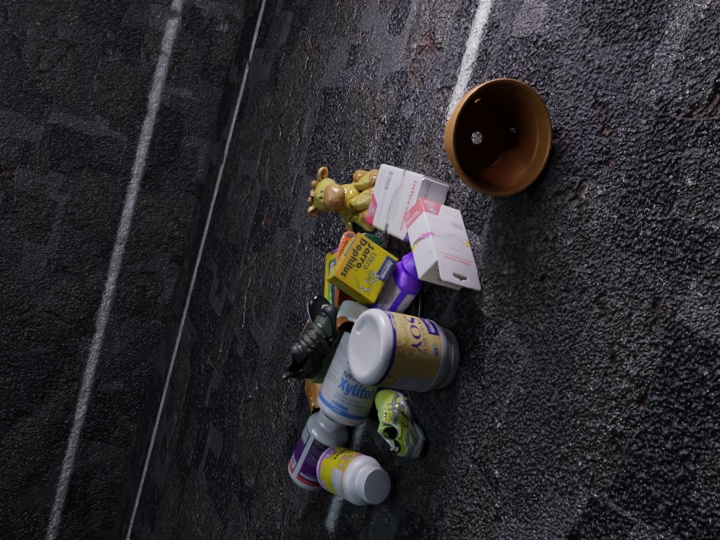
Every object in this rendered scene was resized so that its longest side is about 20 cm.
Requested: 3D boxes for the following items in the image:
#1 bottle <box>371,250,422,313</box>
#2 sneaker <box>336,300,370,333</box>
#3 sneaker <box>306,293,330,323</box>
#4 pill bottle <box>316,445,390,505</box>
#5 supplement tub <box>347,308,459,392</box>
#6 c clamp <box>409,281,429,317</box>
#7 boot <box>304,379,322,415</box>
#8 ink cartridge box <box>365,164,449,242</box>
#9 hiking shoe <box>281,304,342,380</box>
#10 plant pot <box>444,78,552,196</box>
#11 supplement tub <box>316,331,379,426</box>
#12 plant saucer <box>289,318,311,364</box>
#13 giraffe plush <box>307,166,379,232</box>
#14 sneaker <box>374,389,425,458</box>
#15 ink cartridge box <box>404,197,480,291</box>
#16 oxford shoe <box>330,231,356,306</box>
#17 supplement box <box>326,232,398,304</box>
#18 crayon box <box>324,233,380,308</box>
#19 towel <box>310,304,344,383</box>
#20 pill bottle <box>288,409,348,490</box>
[{"bbox_3d":[0.095,0.027,1.436,0.202,0.064,0.085,-57,38,33],"label":"bottle"},{"bbox_3d":[0.038,0.138,1.420,0.074,0.194,0.086,98,-169,-48],"label":"sneaker"},{"bbox_3d":[-0.064,0.152,1.638,0.087,0.075,0.205,0,116,62],"label":"sneaker"},{"bbox_3d":[-0.014,0.466,1.473,0.198,0.102,0.108,-6,74,58],"label":"pill bottle"},{"bbox_3d":[0.087,0.164,1.311,0.144,0.195,0.150,-27,57,52],"label":"supplement tub"},{"bbox_3d":[0.097,0.063,1.509,0.198,0.026,0.177,-16,71,56],"label":"c clamp"},{"bbox_3d":[-0.094,0.278,1.720,0.203,0.069,0.147,-61,36,39],"label":"boot"},{"bbox_3d":[0.104,-0.153,1.510,0.199,0.082,0.149,31,106,60],"label":"ink cartridge box"},{"bbox_3d":[-0.111,0.172,1.495,0.075,0.099,0.204,36,113,28],"label":"hiking shoe"},{"bbox_3d":[0.241,-0.248,1.226,0.140,0.194,0.206,-137,63,-74],"label":"plant pot"},{"bbox_3d":[-0.011,0.241,1.512,0.132,0.129,0.205,40,111,56],"label":"supplement tub"},{"bbox_3d":[-0.137,0.185,1.767,0.200,0.031,0.205,25,-91,-84],"label":"plant saucer"},{"bbox_3d":[-0.050,-0.193,1.710,0.198,0.158,0.178,-19,64,55],"label":"giraffe plush"},{"bbox_3d":[0.070,0.321,1.407,0.200,0.074,0.077,48,122,57],"label":"sneaker"},{"bbox_3d":[0.166,-0.038,1.330,0.068,0.114,0.205,-45,43,40],"label":"ink cartridge box"},{"bbox_3d":[-0.046,0.006,1.615,0.072,0.069,0.207,-3,78,61],"label":"oxford shoe"},{"bbox_3d":[0.000,0.000,1.475,0.111,0.108,0.200,-59,5,-7],"label":"supplement box"},{"bbox_3d":[-0.023,0.020,1.692,0.198,0.057,0.178,-25,60,54],"label":"crayon box"},{"bbox_3d":[-0.043,0.185,1.580,0.037,0.144,0.206,-116,36,-74],"label":"towel"},{"bbox_3d":[-0.099,0.436,1.622,0.204,0.110,0.113,-65,33,20],"label":"pill bottle"}]
